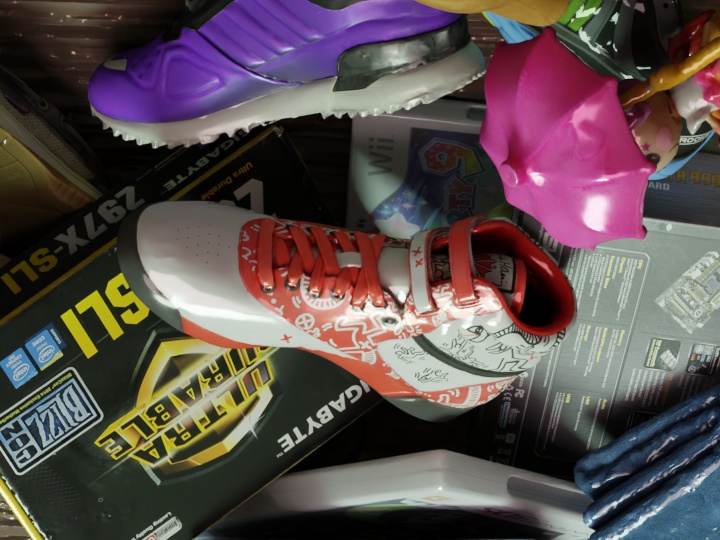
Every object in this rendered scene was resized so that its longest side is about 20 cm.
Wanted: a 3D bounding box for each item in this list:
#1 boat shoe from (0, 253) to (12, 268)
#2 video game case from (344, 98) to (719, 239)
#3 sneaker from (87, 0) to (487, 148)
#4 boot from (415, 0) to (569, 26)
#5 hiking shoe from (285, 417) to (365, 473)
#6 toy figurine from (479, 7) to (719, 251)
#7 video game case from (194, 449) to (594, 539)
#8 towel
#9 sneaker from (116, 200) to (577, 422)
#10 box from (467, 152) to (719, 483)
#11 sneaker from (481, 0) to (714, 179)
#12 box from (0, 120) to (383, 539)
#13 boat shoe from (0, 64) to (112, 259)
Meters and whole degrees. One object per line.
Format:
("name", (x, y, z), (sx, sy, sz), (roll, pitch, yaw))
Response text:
("boat shoe", (-0.226, 0.036, 1.391), (0.072, 0.065, 0.199), (34, 151, -30))
("video game case", (0.092, -0.018, 1.357), (0.198, 0.018, 0.144), (6, 136, 2))
("sneaker", (-0.041, -0.117, 1.248), (0.199, 0.070, 0.100), (-7, 110, 32))
("boot", (-0.016, -0.158, 1.083), (0.201, 0.144, 0.071), (39, 97, 19))
("hiking shoe", (-0.097, 0.055, 1.429), (0.198, 0.076, 0.101), (-3, 128, -2))
("toy figurine", (0.137, -0.081, 1.153), (0.183, 0.200, 0.151), (-28, 83, 11))
("video game case", (0.026, 0.125, 1.421), (0.199, 0.024, 0.181), (-12, 159, 42))
("towel", (0.200, 0.130, 1.378), (0.111, 0.049, 0.200), (-34, 133, 25))
("sneaker", (0.000, -0.001, 1.250), (0.200, 0.068, 0.108), (24, 142, -29))
("box", (0.140, 0.028, 1.348), (0.157, 0.049, 0.201), (7, 138, -1))
("sneaker", (0.094, -0.126, 1.224), (0.083, 0.071, 0.200), (-39, 119, 11))
("box", (-0.090, 0.041, 1.325), (0.199, 0.049, 0.160), (-35, 122, -10))
("boat shoe", (-0.152, -0.047, 1.331), (0.073, 0.065, 0.200), (-12, 151, 15))
